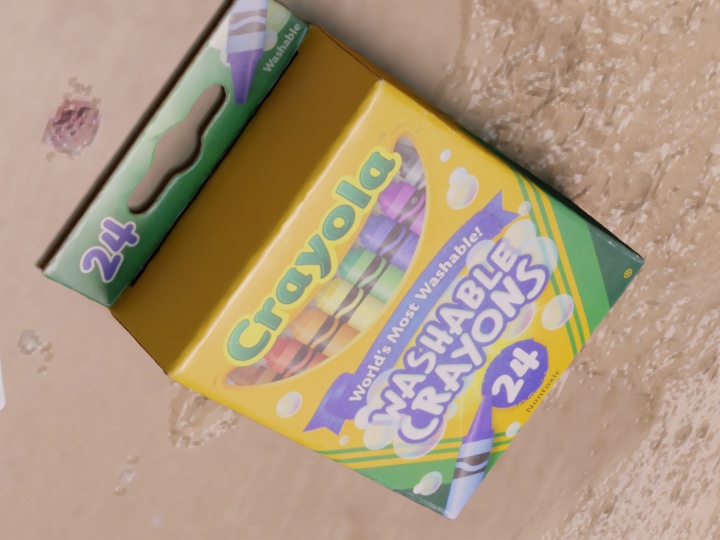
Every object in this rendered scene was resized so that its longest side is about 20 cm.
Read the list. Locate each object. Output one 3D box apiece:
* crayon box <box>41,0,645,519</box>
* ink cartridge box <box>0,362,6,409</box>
[{"bbox_3d":[0.000,0.000,0.847,0.200,0.052,0.126,30,98,-43],"label":"crayon box"},{"bbox_3d":[-0.188,0.046,0.723,0.147,0.076,0.201,-19,127,-25],"label":"ink cartridge box"}]
